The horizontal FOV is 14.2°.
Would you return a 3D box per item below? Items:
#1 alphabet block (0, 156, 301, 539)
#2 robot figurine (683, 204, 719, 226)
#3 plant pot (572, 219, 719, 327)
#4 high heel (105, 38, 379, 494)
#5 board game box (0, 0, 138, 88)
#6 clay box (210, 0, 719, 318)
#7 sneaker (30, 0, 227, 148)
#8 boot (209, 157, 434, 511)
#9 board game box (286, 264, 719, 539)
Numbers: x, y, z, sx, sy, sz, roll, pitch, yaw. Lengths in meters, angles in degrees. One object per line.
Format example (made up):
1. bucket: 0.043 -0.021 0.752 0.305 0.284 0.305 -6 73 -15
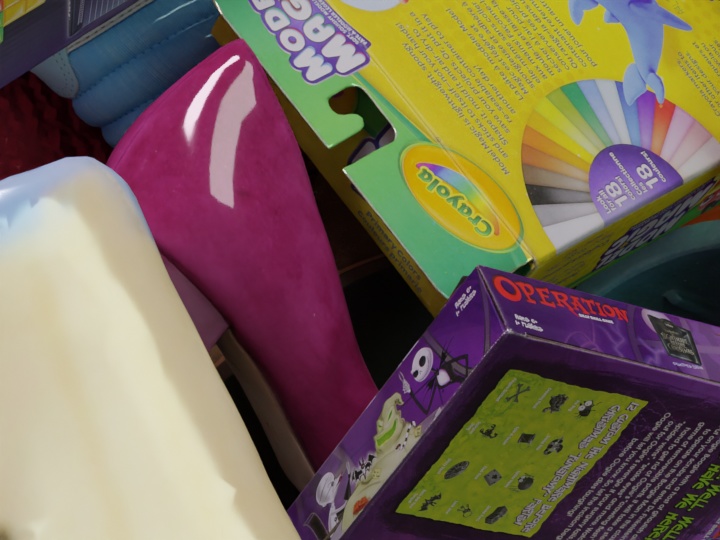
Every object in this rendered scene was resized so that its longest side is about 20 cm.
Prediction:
1. alphabet block: -0.101 0.122 0.569 0.196 0.195 0.200 -26 84 -15
2. robot figurine: 0.142 -0.068 0.949 0.143 0.117 0.201 11 65 -7
3. plant pot: 0.160 0.105 0.867 0.196 0.200 0.201 17 64 -42
4. high heel: 0.006 0.021 0.772 0.200 0.067 0.096 31 95 -43
5. board game box: -0.087 -0.152 0.762 0.200 0.057 0.165 -35 71 -24
6. clay box: 0.049 -0.058 0.806 0.200 0.048 0.115 -27 74 -41
7. sneaker: -0.039 -0.114 0.849 0.131 0.079 0.200 46 61 -14
8. boot: 0.000 0.000 0.858 0.200 0.075 0.074 -39 143 -26
9. board game box: 0.026 0.087 0.758 0.120 0.200 0.032 17 35 -31
